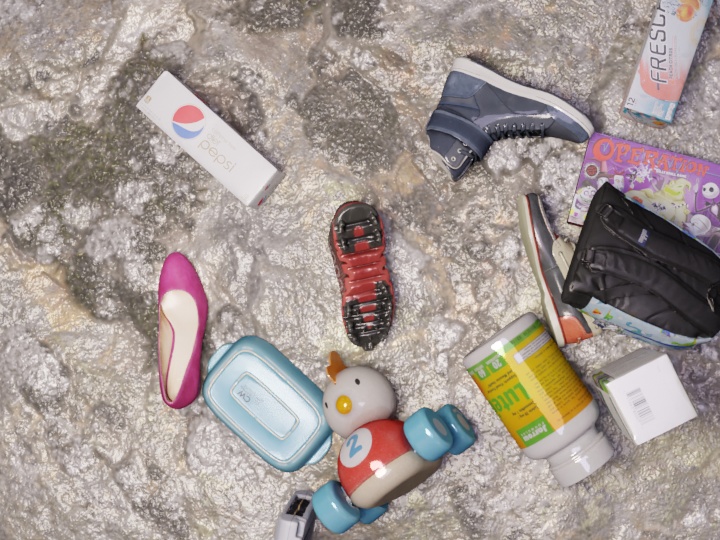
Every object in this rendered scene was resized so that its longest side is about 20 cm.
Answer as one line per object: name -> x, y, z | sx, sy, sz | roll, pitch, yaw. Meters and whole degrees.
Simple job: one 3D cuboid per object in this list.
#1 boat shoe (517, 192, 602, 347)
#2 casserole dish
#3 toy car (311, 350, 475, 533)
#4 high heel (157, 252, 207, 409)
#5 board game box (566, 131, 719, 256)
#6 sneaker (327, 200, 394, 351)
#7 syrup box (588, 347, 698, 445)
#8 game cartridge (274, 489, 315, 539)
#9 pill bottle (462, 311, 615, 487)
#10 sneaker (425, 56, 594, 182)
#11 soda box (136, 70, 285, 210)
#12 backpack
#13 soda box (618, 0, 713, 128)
boat shoe -> 0.247, -0.005, 1.435 | 0.062, 0.071, 0.202 | -17, 89, 3
casserole dish -> -0.122, 0.175, 1.489 | 0.200, 0.039, 0.121 | 42, 93, 6
toy car -> 0.005, 0.187, 1.419 | 0.184, 0.177, 0.201 | -40, 72, 15
high heel -> -0.239, 0.076, 1.474 | 0.067, 0.096, 0.203 | 0, 89, 6
board game box -> 0.373, -0.093, 1.446 | 0.198, 0.032, 0.121 | 15, 86, 7
sneaker -> 0.000, 0.000, 1.464 | 0.070, 0.098, 0.203 | -9, 111, -6
syrup box -> 0.332, 0.146, 1.357 | 0.081, 0.200, 0.079 | -27, 86, 4
game cartridge -> -0.086, 0.353, 1.399 | 0.040, 0.200, 0.135 | 7, 89, 3
pill bottle -> 0.225, 0.162, 1.413 | 0.111, 0.111, 0.201 | -35, 85, 4
sneaker -> 0.179, -0.164, 1.435 | 0.201, 0.077, 0.147 | 25, 80, 16
soda box -> -0.194, -0.169, 1.488 | 0.200, 0.068, 0.064 | 41, 93, 5
backpack -> 0.351, 0.014, 1.380 | 0.198, 0.154, 0.164 | 19, 68, 7
soda box -> 0.386, -0.283, 1.425 | 0.063, 0.068, 0.202 | 18, 92, 6
